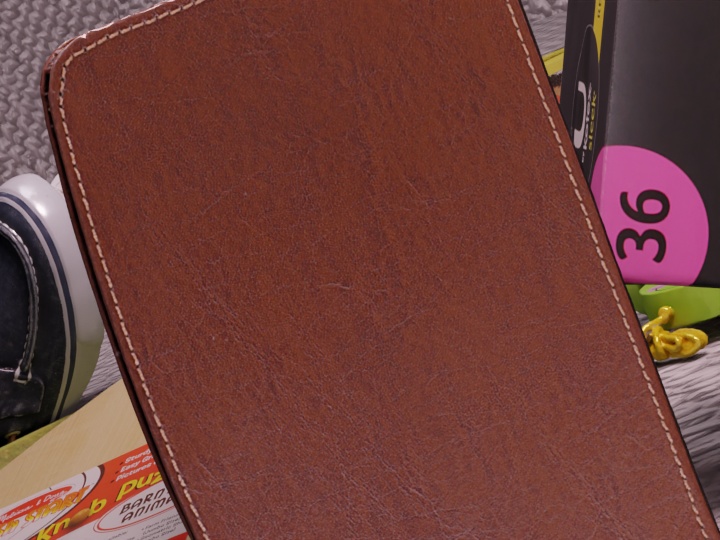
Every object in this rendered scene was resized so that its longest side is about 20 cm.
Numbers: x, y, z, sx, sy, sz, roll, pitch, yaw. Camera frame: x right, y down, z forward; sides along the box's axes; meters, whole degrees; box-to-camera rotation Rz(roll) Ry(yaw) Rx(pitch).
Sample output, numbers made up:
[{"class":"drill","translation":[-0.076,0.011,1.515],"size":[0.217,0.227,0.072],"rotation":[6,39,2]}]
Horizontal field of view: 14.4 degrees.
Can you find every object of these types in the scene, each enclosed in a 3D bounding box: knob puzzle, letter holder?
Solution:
[{"class":"knob puzzle","translation":[-0.086,0.093,0.950],"size":[0.219,0.030,0.220],"rotation":[-31,20,13]},{"class":"letter holder","translation":[-0.010,0.014,0.799],"size":[0.142,0.201,0.101],"rotation":[-24,7,-20]}]

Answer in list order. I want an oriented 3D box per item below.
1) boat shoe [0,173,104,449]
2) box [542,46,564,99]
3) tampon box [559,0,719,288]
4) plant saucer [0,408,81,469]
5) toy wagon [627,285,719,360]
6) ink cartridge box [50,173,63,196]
[{"class":"boat shoe","translation":[-0.171,0.052,1.226],"size":[0.091,0.071,0.201],"rotation":[-26,-35,-36]},{"class":"box","translation":[0.143,-0.137,2.173],"size":[0.075,0.050,0.200],"rotation":[-14,10,44]},{"class":"tampon box","translation":[0.166,-0.068,0.857],"size":[0.199,0.150,0.126],"rotation":[3,6,-2]},{"class":"plant saucer","translation":[-0.076,0.079,1.146],"size":[0.200,0.048,0.199],"rotation":[-25,8,-35]},{"class":"toy wagon","translation":[0.175,-0.016,1.156],"size":[0.200,0.040,0.155],"rotation":[-27,8,-41]},{"class":"ink cartridge box","translation":[-0.195,0.041,1.566],"size":[0.200,0.043,0.198],"rotation":[-61,6,3]}]
